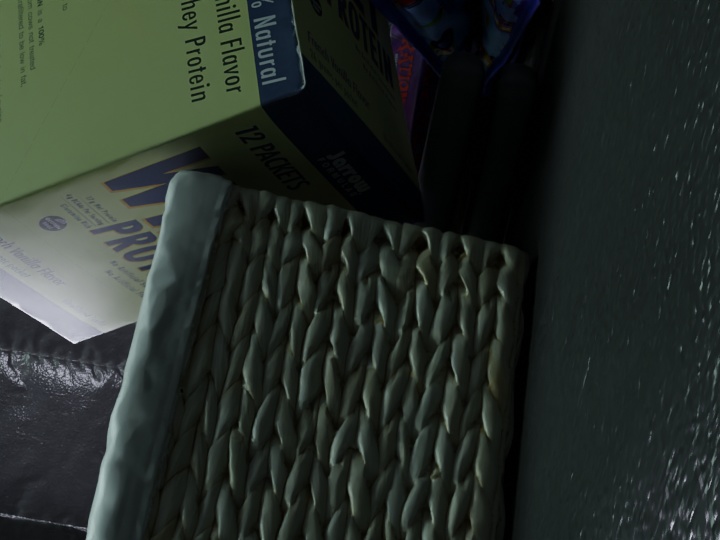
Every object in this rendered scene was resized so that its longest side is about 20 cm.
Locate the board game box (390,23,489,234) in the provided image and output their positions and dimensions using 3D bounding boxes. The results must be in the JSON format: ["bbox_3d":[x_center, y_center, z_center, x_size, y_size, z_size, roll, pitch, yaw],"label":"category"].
[{"bbox_3d":[0.039,-0.058,0.888,0.120,0.032,0.202,15,-97,-61],"label":"board game box"}]

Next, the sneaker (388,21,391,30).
[{"bbox_3d":[0.035,-0.178,0.968,0.201,0.082,0.078,-59,-29,-31],"label":"sneaker"}]

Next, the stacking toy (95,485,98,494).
[{"bbox_3d":[-0.059,0.150,0.891,0.146,0.198,0.148,-170,90,-90],"label":"stacking toy"}]

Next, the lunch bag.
[{"bbox_3d":[0.063,-0.188,0.799,0.200,0.093,0.152,46,-130,-78],"label":"lunch bag"}]

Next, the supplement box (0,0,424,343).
[{"bbox_3d":[-0.097,-0.103,0.725,0.134,0.198,0.202,43,-147,-56],"label":"supplement box"}]

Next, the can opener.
[{"bbox_3d":[0.045,-0.016,0.751,0.067,0.052,0.201,-81,2,-57],"label":"can opener"}]

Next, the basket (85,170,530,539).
[{"bbox_3d":[-0.026,0.095,0.653,0.199,0.159,0.202,101,177,-61],"label":"basket"}]
